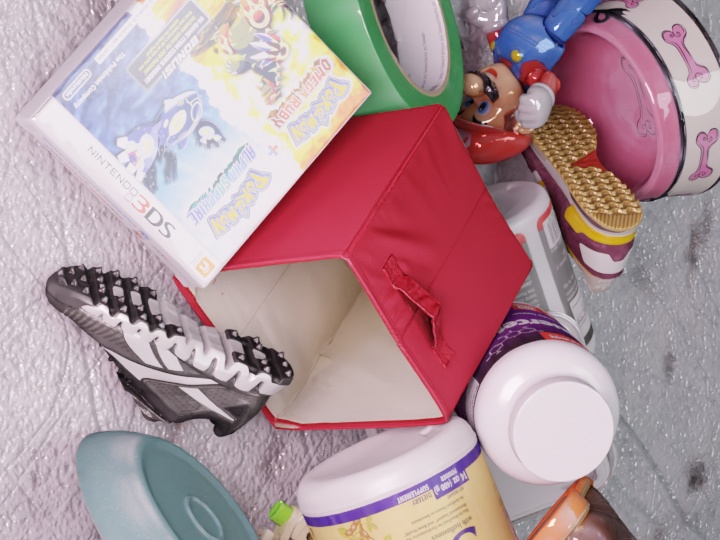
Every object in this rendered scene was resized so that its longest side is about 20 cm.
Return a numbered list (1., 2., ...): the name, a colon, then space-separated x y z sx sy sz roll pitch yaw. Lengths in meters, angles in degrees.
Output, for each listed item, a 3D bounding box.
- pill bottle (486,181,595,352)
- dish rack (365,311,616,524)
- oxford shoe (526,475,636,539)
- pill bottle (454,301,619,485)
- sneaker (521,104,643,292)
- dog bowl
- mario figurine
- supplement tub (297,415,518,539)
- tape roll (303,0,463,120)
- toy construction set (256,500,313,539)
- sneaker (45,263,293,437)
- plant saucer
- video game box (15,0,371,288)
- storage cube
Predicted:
1. pill bottle: 0.135 0.035 1.912 0.114 0.114 0.201 -38 117 -41
2. dish rack: 0.112 0.142 1.854 0.199 0.044 0.172 -19 109 -5
3. oxford shoe: 0.168 0.204 1.657 0.071 0.073 0.200 -52 173 6
4. pill bottle: 0.133 0.097 1.719 0.112 0.200 0.113 -2 102 -9
5. sneaker: 0.180 -0.067 1.957 0.075 0.200 0.090 0 129 -19
6. dog bowl: 0.243 -0.151 1.984 0.074 0.200 0.201 -22 106 -25
7. mario figurine: 0.129 -0.185 1.902 0.106 0.123 0.201 29 89 -3
8. supplement tub: 0.051 0.225 1.672 0.145 0.145 0.201 -29 98 -44
9. tape roll: 0.019 -0.205 1.785 0.200 0.048 0.201 43 38 -48
10. toy construction set: -0.025 0.250 1.760 0.200 0.092 0.131 38 87 -32
11. sneaker: -0.152 0.067 1.628 0.200 0.067 0.091 26 110 -25
12. plant saucer: -0.123 0.187 1.590 0.200 0.036 0.200 48 14 -16
13. video game box: -0.119 -0.120 1.617 0.182 0.047 0.200 45 76 -23
14. storage cube: 0.000 0.000 1.708 0.171 0.199 0.180 58 45 -29
